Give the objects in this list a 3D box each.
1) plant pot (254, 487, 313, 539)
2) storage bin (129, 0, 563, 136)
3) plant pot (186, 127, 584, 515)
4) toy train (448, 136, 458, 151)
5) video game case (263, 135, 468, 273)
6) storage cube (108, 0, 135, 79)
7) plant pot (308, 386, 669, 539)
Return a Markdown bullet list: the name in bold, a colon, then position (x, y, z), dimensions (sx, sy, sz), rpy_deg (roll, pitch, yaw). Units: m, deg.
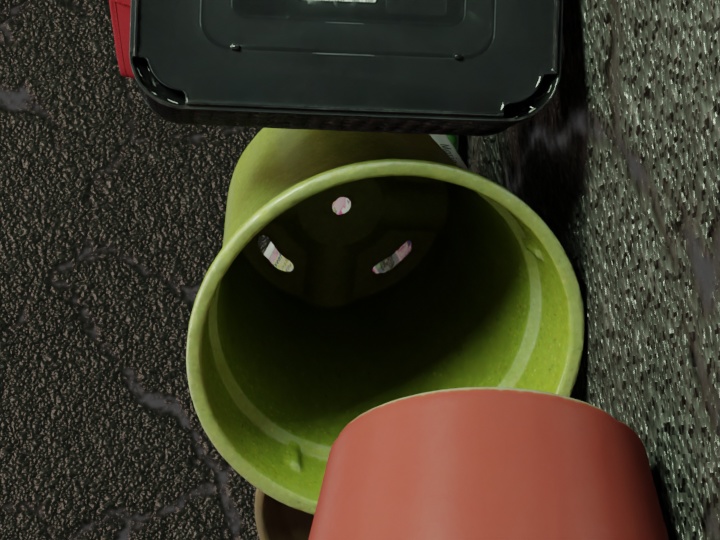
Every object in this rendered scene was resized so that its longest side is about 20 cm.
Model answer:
- **plant pot**: position (0.044, 0.153, 1.114), dimensions (0.093, 0.200, 0.202), rpy_deg (-48, -31, -40)
- **storage bin**: position (-0.008, -0.138, 0.909), dimensions (0.094, 0.198, 0.137), rpy_deg (178, 94, -85)
- **plant pot**: position (0.000, 0.000, 1.017), dimensions (0.185, 0.198, 0.202), rpy_deg (-110, 14, -63)
- **toy train**: position (0.049, -0.141, 1.268), dimensions (0.056, 0.041, 0.201), rpy_deg (-121, 23, -54)
- **video game case**: position (0.013, 0.004, 1.180), dimensions (0.201, 0.024, 0.183), rpy_deg (-58, 48, 37)
- **storage cube**: position (-0.071, -0.239, 1.400), dimensions (0.201, 0.178, 0.171), rpy_deg (90, -157, -43)
- **plant pot**: position (0.052, 0.158, 0.799), dimensions (0.201, 0.198, 0.179), rpy_deg (92, 179, -61)
